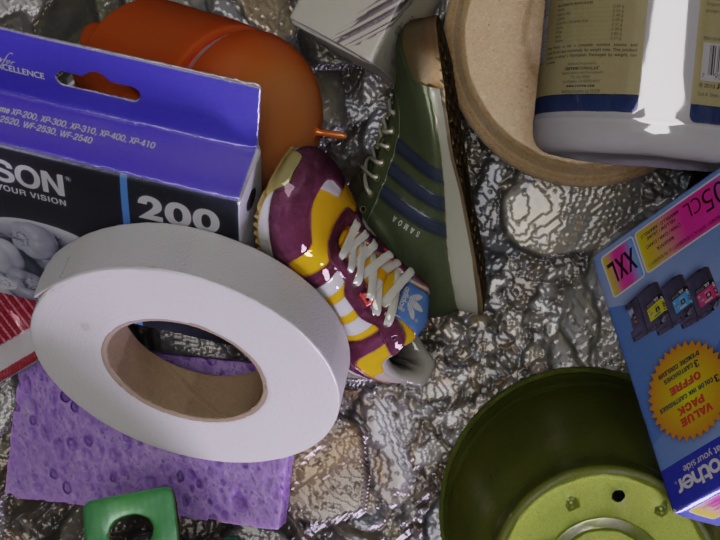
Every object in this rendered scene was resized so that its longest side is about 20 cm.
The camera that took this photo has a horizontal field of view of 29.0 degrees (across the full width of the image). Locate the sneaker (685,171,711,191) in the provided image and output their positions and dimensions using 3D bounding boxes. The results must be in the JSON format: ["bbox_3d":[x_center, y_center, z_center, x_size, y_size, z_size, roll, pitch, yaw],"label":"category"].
[{"bbox_3d":[0.251,-0.023,0.909,0.082,0.072,0.202,18,105,-17],"label":"sneaker"}]

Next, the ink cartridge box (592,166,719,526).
[{"bbox_3d":[0.222,0.050,0.764,0.136,0.076,0.202,-39,51,34],"label":"ink cartridge box"}]

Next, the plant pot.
[{"bbox_3d":[0.145,0.170,0.864,0.197,0.193,0.203,0,92,5],"label":"plant pot"}]

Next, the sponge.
[{"bbox_3d":[-0.144,0.112,0.971,0.197,0.030,0.113,6,91,6],"label":"sponge"}]

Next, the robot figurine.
[{"bbox_3d":[-0.106,-0.106,0.892,0.199,0.144,0.117,23,71,39],"label":"robot figurine"}]

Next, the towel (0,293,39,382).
[{"bbox_3d":[-0.252,-0.036,0.955,0.143,0.023,0.201,-31,89,-16],"label":"towel"}]

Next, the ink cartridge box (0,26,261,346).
[{"bbox_3d":[-0.156,-0.046,0.832,0.196,0.201,0.044,13,49,7],"label":"ink cartridge box"}]

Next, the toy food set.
[{"bbox_3d":[0.150,-0.157,0.926,0.197,0.049,0.201,33,95,4],"label":"toy food set"}]

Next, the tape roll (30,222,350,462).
[{"bbox_3d":[-0.106,0.049,0.864,0.200,0.204,0.037,12,52,5],"label":"tape roll"}]

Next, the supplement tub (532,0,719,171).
[{"bbox_3d":[0.180,-0.165,0.827,0.142,0.144,0.203,6,92,5],"label":"supplement tub"}]

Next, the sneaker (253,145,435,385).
[{"bbox_3d":[0.000,0.000,0.855,0.089,0.201,0.075,18,64,24],"label":"sneaker"}]

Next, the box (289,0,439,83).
[{"bbox_3d":[0.035,-0.231,0.915,0.068,0.082,0.202,29,95,13],"label":"box"}]

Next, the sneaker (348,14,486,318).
[{"bbox_3d":[0.026,-0.060,0.915,0.089,0.067,0.203,-7,109,12],"label":"sneaker"}]

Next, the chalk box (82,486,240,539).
[{"bbox_3d":[-0.134,0.244,0.891,0.123,0.124,0.203,-11,91,5],"label":"chalk box"}]
